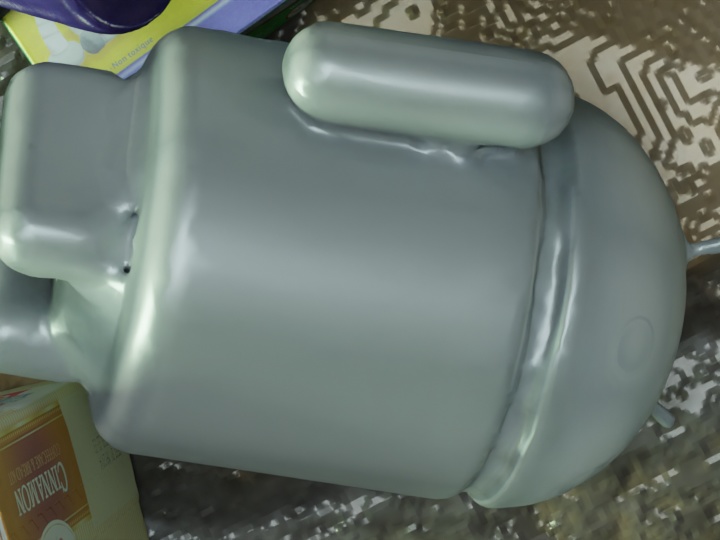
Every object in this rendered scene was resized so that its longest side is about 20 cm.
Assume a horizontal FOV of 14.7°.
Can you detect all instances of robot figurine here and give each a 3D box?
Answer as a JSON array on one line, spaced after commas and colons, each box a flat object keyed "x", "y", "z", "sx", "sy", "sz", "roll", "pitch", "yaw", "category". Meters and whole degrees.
[{"x": 0.000, "y": 0.000, "z": 0.739, "sx": 0.200, "sy": 0.170, "sz": 0.113, "roll": 10, "pitch": 51, "yaw": -12, "category": "robot figurine"}]

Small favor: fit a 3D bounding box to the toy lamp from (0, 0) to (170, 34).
[{"x": -0.021, "y": -0.087, "z": 0.686, "sx": 0.200, "sy": 0.058, "sz": 0.058, "roll": 2, "pitch": 94, "yaw": 39, "category": "toy lamp"}]

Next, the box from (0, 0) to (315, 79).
[{"x": -0.084, "y": -0.149, "z": 0.787, "sx": 0.117, "sy": 0.048, "sz": 0.200, "roll": -36, "pitch": 87, "yaw": 7, "category": "box"}]

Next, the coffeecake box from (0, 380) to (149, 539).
[{"x": -0.170, "y": 0.090, "z": 0.757, "sx": 0.200, "sy": 0.154, "sz": 0.073, "roll": -14, "pitch": 92, "yaw": 7, "category": "coffeecake box"}]

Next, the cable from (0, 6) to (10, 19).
[{"x": -0.190, "y": -0.101, "z": 0.793, "sx": 0.200, "sy": 0.050, "sz": 0.097, "roll": -2, "pitch": 92, "yaw": 12, "category": "cable"}]
